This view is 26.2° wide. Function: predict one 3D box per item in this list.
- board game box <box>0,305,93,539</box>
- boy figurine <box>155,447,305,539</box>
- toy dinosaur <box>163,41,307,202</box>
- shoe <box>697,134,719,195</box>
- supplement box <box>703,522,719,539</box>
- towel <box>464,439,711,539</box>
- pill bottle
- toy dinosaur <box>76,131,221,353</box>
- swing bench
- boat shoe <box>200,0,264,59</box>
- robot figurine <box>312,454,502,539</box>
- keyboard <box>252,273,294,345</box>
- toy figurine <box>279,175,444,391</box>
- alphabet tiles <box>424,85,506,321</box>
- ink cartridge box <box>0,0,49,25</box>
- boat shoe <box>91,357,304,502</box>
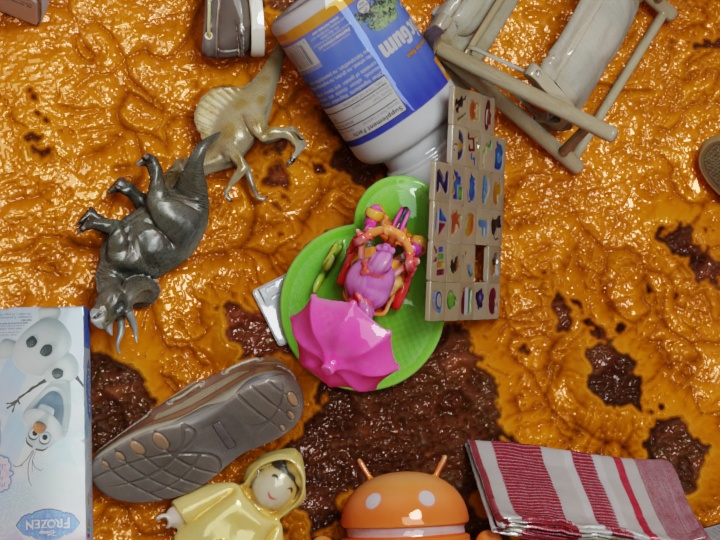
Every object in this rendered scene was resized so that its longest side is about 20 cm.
[{"bbox_3d":[-0.325,0.134,1.297,0.198,0.043,0.201,-2,82,-2],"label":"board game box"},{"bbox_3d":[-0.113,0.237,1.335,0.200,0.064,0.124,-44,90,-11],"label":"boy figurine"},{"bbox_3d":[-0.096,-0.133,1.392,0.101,0.058,0.201,37,76,-4],"label":"toy dinosaur"},{"bbox_3d":[0.416,-0.080,1.504,0.198,0.053,0.070,23,110,-4],"label":"shoe"},{"bbox_3d":[0.285,0.312,1.376,0.198,0.103,0.132,-11,99,-13],"label":"supplement box"},{"bbox_3d":[0.200,0.197,1.374,0.198,0.144,0.023,8,113,-11],"label":"towel"},{"bbox_3d":[0.018,-0.168,1.386,0.112,0.112,0.201,-39,104,-14],"label":"pill bottle"},{"bbox_3d":[-0.183,-0.035,1.358,0.102,0.077,0.200,44,76,-14],"label":"toy dinosaur"},{"bbox_3d":[0.183,-0.235,1.434,0.199,0.130,0.200,33,77,0],"label":"swing bench"},{"bbox_3d":[-0.124,-0.290,1.402,0.059,0.072,0.202,-6,82,-5],"label":"boat shoe"},{"bbox_3d":[0.038,0.262,1.336,0.116,0.143,0.202,4,81,-40],"label":"robot figurine"},{"bbox_3d":[0.000,0.000,1.420,0.199,0.011,0.057,-27,94,-14],"label":"keyboard"},{"bbox_3d":[0.007,0.024,1.293,0.149,0.184,0.201,26,99,-1],"label":"toy figurine"},{"bbox_3d":[0.095,-0.057,1.368,0.007,0.167,0.202,2,90,26],"label":"alphabet tiles"},{"bbox_3d":[-0.315,-0.339,1.359,0.144,0.084,0.202,20,78,-8],"label":"ink cartridge box"},{"bbox_3d":[-0.142,0.136,1.341,0.198,0.072,0.076,-23,117,2],"label":"boat shoe"}]
